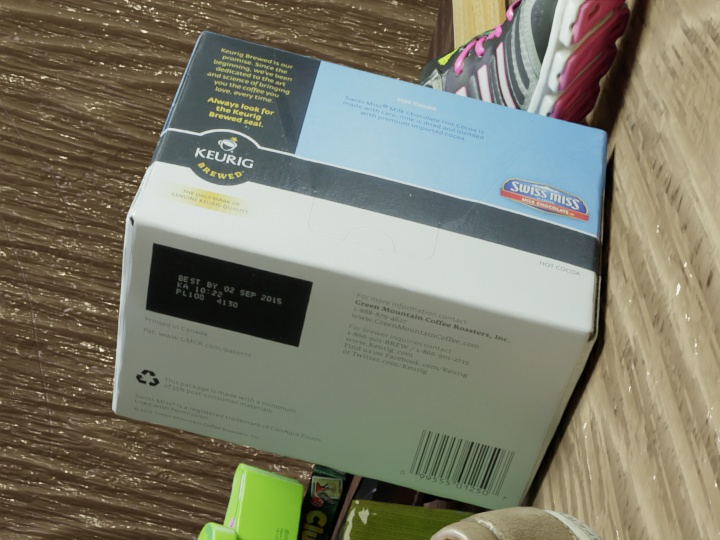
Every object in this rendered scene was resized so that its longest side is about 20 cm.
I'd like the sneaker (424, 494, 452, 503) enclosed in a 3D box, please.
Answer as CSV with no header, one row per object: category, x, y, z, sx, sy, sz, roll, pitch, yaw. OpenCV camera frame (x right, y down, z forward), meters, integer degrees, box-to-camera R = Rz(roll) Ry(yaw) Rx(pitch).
sneaker,0.044,0.081,0.948,0.200,0.070,0.100,98,-179,-71

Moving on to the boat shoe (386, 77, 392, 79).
boat shoe,0.015,-0.047,0.918,0.070,0.066,0.201,-42,23,33

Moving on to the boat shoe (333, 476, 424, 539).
boat shoe,0.018,0.169,0.922,0.201,0.073,0.076,105,-171,-56

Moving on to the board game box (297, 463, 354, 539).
board game box,-0.013,0.118,0.985,0.200,0.023,0.106,-65,-10,-65

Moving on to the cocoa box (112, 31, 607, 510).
cocoa box,0.000,0.000,0.742,0.134,0.198,0.132,105,178,-45

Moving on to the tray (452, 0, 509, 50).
tray,0.076,-0.131,1.004,0.099,0.037,0.202,76,-169,-69

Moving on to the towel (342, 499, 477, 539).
towel,0.009,0.210,0.771,0.018,0.085,0.202,44,-126,-56

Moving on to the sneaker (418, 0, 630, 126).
sneaker,0.070,-0.096,0.795,0.074,0.087,0.201,-41,-27,-44

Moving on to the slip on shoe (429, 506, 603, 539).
slip on shoe,0.026,0.173,0.520,0.076,0.060,0.202,25,99,44

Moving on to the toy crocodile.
toy crocodile,-0.058,0.194,0.832,0.062,0.067,0.202,131,147,-51
